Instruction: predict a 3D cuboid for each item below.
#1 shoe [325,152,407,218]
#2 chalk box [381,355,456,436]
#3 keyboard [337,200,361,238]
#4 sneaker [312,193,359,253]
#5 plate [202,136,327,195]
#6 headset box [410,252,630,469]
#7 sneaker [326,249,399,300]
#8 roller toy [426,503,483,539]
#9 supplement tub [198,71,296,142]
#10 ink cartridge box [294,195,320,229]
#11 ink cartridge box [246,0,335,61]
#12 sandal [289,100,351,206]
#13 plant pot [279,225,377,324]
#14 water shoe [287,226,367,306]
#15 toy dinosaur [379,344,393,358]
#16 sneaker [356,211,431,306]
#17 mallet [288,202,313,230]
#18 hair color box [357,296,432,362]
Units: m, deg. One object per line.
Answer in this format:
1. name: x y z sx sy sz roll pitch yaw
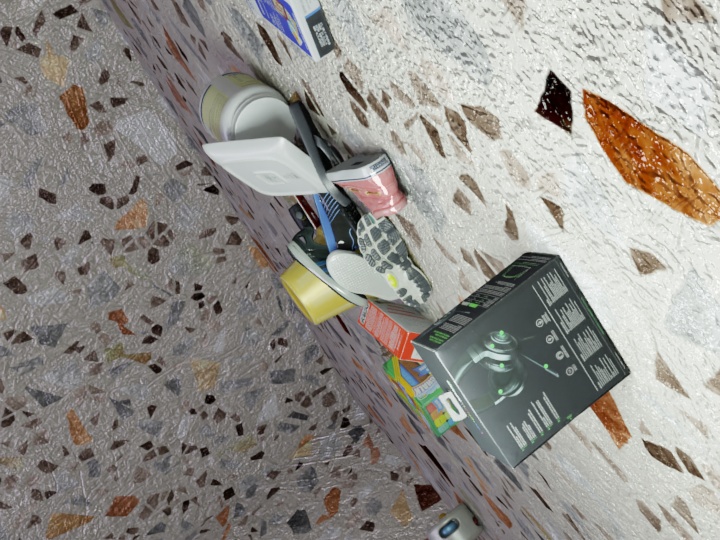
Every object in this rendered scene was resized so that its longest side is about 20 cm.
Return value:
1. shoe: 0.009 -0.133 1.435 0.091 0.071 0.200 62 164 -14
2. chalk box: 0.161 0.250 1.870 0.200 0.124 0.125 44 167 46
3. keyboard: 0.008 -0.074 1.676 0.200 0.021 0.127 55 -169 -36
4. sneaker: -0.048 -0.128 1.763 0.070 0.077 0.201 91 163 -79
5. plate: -0.162 -0.182 1.650 0.199 0.033 0.199 1 159 35
6. headset box: 0.183 0.107 1.063 0.175 0.200 0.093 55 170 -11
7. sneaker: 0.000 0.000 1.755 0.199 0.074 0.082 27 -166 -40
8. roller toy: 0.333 0.924 3.196 0.140 0.199 0.183 51 135 15
9. supplement tub: -0.218 -0.295 1.733 0.200 0.145 0.145 40 163 54
10. ink cartridge box: -0.121 -0.174 1.856 0.177 0.045 0.200 54 -176 -5
11. ink cartridge box: -0.126 -0.409 1.225 0.200 0.047 0.198 48 170 39
12. sandal: -0.063 -0.206 1.552 0.201 0.043 0.076 64 -169 0
13. plant pot: -0.060 0.011 1.908 0.201 0.189 0.201 50 169 13
14. water shoe: -0.052 -0.009 1.785 0.200 0.079 0.072 39 176 -1
15. toy dinosaur: 0.115 0.221 2.088 0.136 0.086 0.200 53 170 13
16. sneaker: 0.052 -0.019 1.630 0.201 0.077 0.080 58 178 -20
17. mallet: -0.128 -0.121 1.858 0.066 0.041 0.200 57 180 5
18. hair color box: 0.088 0.121 1.804 0.110 0.064 0.200 11 -166 -28
